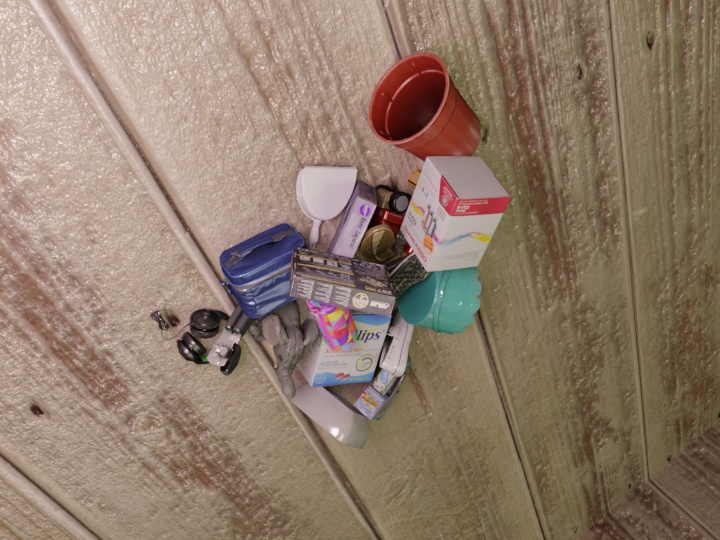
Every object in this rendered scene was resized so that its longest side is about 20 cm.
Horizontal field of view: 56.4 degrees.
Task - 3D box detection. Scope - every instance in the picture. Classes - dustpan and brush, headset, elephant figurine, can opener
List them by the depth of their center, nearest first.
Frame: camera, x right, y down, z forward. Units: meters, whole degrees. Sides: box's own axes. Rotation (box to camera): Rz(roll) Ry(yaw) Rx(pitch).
[{"bbox_3d":[-0.362,0.133,1.465,0.199,0.093,0.125,23,100,-55],"label":"headset"},{"bbox_3d":[-0.267,0.128,1.471,0.202,0.052,0.067,-63,149,-22],"label":"can opener"},{"bbox_3d":[-0.087,-0.135,1.484,0.137,0.057,0.204,-3,112,-30],"label":"dustpan and brush"},{"bbox_3d":[-0.161,0.149,1.500,0.140,0.200,0.157,-29,129,-13],"label":"elephant figurine"}]

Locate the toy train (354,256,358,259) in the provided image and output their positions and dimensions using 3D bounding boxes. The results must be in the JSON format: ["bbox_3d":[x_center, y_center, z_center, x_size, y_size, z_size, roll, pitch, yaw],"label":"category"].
[{"bbox_3d":[0.000,0.000,1.560,0.034,0.045,0.200,-56,167,-4],"label":"toy train"}]

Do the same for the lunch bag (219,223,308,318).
[{"bbox_3d":[-0.204,-0.006,1.422,0.198,0.136,0.134,-27,124,-18],"label":"lunch bag"}]

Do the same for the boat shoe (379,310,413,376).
[{"bbox_3d":[0.088,0.169,1.697,0.066,0.202,0.074,24,133,-15],"label":"boat shoe"}]

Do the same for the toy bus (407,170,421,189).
[{"bbox_3d":[0.209,-0.202,1.614,0.198,0.065,0.079,15,108,-37],"label":"toy bus"}]

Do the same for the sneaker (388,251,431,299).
[{"bbox_3d":[0.091,0.004,1.594,0.199,0.083,0.072,-38,120,6],"label":"sneaker"}]

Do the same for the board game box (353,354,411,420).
[{"bbox_3d":[0.059,0.314,1.761,0.202,0.061,0.200,-56,167,8],"label":"board game box"}]

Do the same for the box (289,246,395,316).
[{"bbox_3d":[-0.038,0.018,1.307,0.196,0.162,0.050,12,109,-10],"label":"box"}]

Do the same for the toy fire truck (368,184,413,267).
[{"bbox_3d":[0.080,-0.084,1.583,0.174,0.128,0.204,13,100,-36],"label":"toy fire truck"}]

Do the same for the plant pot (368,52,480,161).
[{"bbox_3d":[0.150,-0.321,1.436,0.194,0.201,0.202,26,102,-48],"label":"plant pot"}]

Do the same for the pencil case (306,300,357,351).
[{"bbox_3d":[-0.062,0.099,1.446,0.088,0.089,0.201,-35,146,-9],"label":"pencil case"}]

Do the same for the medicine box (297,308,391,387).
[{"bbox_3d":[-0.044,0.169,1.650,0.179,0.103,0.203,1,117,-32],"label":"medicine box"}]

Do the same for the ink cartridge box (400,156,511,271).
[{"bbox_3d":[0.198,-0.121,1.440,0.142,0.146,0.202,-6,136,-26],"label":"ink cartridge box"}]

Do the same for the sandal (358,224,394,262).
[{"bbox_3d":[0.031,-0.063,1.467,0.079,0.055,0.200,-23,166,-1],"label":"sandal"}]

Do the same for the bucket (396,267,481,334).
[{"bbox_3d":[0.190,0.053,1.671,0.133,0.207,0.210,8,113,-29],"label":"bucket"}]

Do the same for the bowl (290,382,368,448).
[{"bbox_3d":[-0.065,0.351,1.666,0.075,0.199,0.200,-53,155,-4],"label":"bowl"}]

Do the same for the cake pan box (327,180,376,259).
[{"bbox_3d":[-0.022,-0.090,1.463,0.052,0.200,0.187,25,104,-7],"label":"cake pan box"}]
